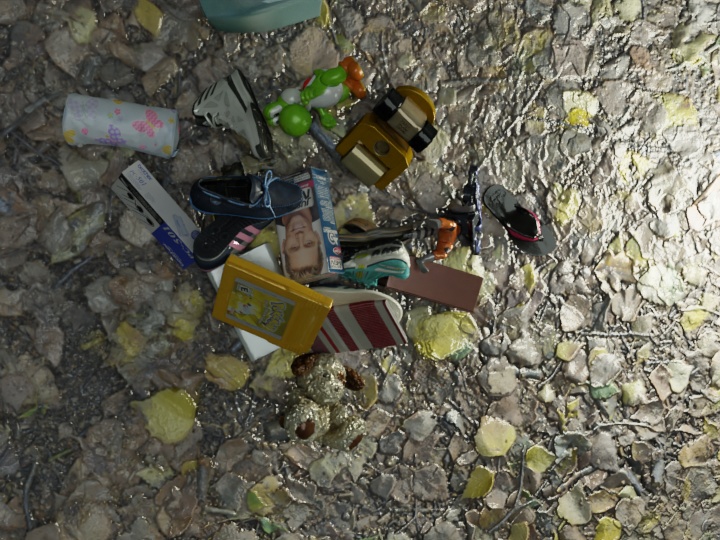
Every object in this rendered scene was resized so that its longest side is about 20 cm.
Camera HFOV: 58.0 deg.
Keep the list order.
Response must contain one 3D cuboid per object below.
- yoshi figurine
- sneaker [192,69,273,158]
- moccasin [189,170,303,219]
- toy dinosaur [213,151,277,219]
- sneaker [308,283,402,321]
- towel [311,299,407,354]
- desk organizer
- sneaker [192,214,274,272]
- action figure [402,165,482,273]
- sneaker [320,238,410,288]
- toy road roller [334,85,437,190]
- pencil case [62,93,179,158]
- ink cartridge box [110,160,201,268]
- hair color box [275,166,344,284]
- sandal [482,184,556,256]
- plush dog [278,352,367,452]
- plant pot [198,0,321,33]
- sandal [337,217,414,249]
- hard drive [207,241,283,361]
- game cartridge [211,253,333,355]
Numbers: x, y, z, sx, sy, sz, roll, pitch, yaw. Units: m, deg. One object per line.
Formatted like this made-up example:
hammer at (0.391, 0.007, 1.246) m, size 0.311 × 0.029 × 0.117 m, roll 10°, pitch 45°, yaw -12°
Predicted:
yoshi figurine at (-0.081, -0.312, 1.219) m, size 0.200 × 0.112 × 0.113 m, roll -28°, pitch 108°, yaw -4°
sneaker at (-0.235, -0.264, 1.181) m, size 0.115 × 0.076 × 0.201 m, roll -26°, pitch 63°, yaw 4°
moccasin at (-0.192, -0.129, 1.127) m, size 0.199 × 0.068 × 0.081 m, roll -8°, pitch 68°, yaw -23°
toy dinosaur at (-0.244, -0.151, 1.205) m, size 0.077 × 0.102 × 0.200 m, roll 40°, pitch 86°, yaw -13°
sneaker at (-0.017, 0.061, 1.285) m, size 0.199 × 0.085 × 0.075 m, roll 13°, pitch 100°, yaw -7°
towel at (-0.023, 0.108, 1.244) m, size 0.199 × 0.023 × 0.144 m, roll -9°, pitch 140°, yaw 19°
desk organizer at (0.143, 0.022, 1.325) m, size 0.199 × 0.072 × 0.077 m, roll 16°, pitch 91°, yaw -14°
sneaker at (-0.223, -0.072, 1.177) m, size 0.070 × 0.082 × 0.200 m, roll 44°, pitch 61°, yaw 12°
action figure at (0.178, -0.110, 1.279) m, size 0.193 × 0.104 × 0.201 m, roll -34°, pitch 131°, yaw -42°
sneaker at (0.000, 0.000, 1.255) m, size 0.199 × 0.078 × 0.080 m, roll -9°, pitch 114°, yaw 25°
toy road roller at (0.059, -0.269, 1.261) m, size 0.123 × 0.146 × 0.200 m, roll 40°, pitch 125°, yaw -14°
pencil case at (-0.426, -0.257, 1.163) m, size 0.199 × 0.083 × 0.091 m, roll 6°, pitch 94°, yaw -13°
ink cartridge box at (-0.363, -0.098, 1.187) m, size 0.200 × 0.094 × 0.044 m, roll 51°, pitch 58°, yaw -14°
hair color box at (-0.101, -0.081, 1.215) m, size 0.100 × 0.060 × 0.201 m, roll -15°, pitch 81°, yaw 27°
sandal at (0.336, -0.100, 1.363) m, size 0.200 × 0.045 × 0.075 m, roll 42°, pitch 87°, yaw -14°
plush dog at (-0.084, 0.249, 1.287) m, size 0.200 × 0.160 × 0.172 m, roll 26°, pitch 78°, yaw -41°
plant pot at (-0.196, -0.519, 1.130) m, size 0.200 × 0.196 × 0.197 m, roll -23°, pitch 101°, yaw 0°
sandal at (0.008, -0.079, 1.282) m, size 0.199 × 0.082 × 0.055 m, roll -8°, pitch 80°, yaw -8°
hard drive at (-0.199, 0.061, 1.281) m, size 0.132 × 0.026 × 0.200 m, roll -26°, pitch 101°, yaw -8°
game cartridge at (-0.166, 0.070, 1.190) m, size 0.200 × 0.176 × 0.032 m, roll 25°, pitch 48°, yaw -2°
